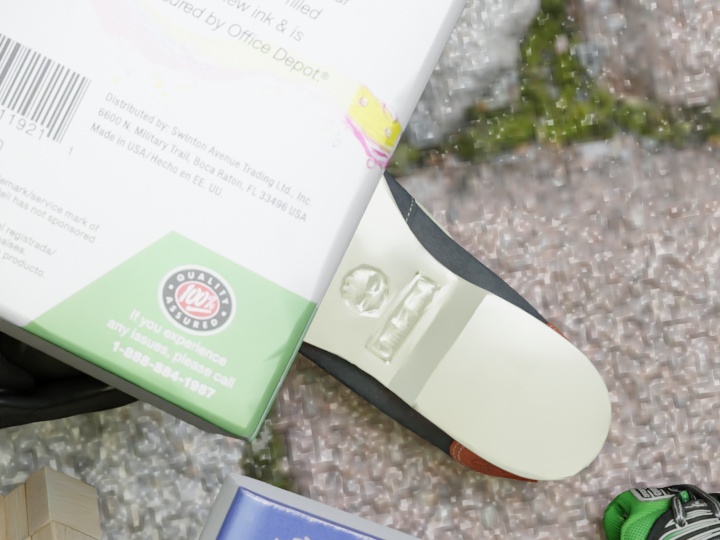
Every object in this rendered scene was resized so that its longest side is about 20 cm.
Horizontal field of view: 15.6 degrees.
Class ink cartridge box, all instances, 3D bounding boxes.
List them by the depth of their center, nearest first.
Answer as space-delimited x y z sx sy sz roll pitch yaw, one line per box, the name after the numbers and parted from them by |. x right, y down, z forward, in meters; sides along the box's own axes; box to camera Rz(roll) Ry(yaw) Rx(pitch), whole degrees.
-0.058 -0.070 0.794 0.144 0.084 0.201 27 83 -9 | ink cartridge box

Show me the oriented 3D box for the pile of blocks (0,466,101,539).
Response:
-0.171 0.101 0.886 0.199 0.082 0.062 1 50 -13 | pile of blocks

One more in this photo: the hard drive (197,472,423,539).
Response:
-0.023 0.179 0.852 0.132 0.025 0.201 22 96 -22 | hard drive

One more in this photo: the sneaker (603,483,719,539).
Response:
0.134 0.100 0.895 0.200 0.078 0.085 -32 92 -4 | sneaker

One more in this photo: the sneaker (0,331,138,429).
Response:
-0.144 0.024 0.865 0.199 0.091 0.076 -13 93 -4 | sneaker

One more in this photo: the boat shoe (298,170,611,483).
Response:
0.000 0.000 0.890 0.200 0.063 0.071 38 89 -4 | boat shoe
